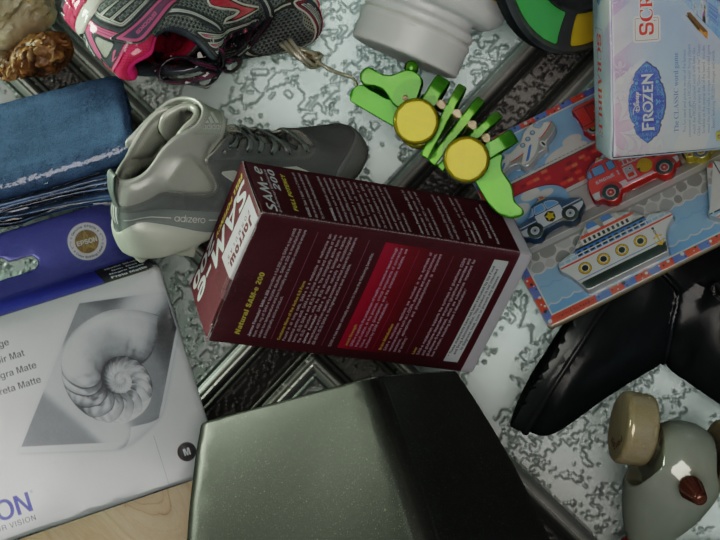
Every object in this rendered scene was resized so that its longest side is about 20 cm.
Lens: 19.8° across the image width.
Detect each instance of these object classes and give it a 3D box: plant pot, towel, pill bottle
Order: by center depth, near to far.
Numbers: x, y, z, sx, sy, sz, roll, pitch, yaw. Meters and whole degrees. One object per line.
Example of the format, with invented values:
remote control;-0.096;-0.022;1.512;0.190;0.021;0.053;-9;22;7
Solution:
plant pot;0.001;0.166;1.344;0.199;0.200;0.178;-16;81;26
pill bottle;0.066;-0.237;1.389;0.109;0.109;0.201;22;91;-1
towel;-0.248;-0.070;1.401;0.199;0.112;0.049;-15;129;0

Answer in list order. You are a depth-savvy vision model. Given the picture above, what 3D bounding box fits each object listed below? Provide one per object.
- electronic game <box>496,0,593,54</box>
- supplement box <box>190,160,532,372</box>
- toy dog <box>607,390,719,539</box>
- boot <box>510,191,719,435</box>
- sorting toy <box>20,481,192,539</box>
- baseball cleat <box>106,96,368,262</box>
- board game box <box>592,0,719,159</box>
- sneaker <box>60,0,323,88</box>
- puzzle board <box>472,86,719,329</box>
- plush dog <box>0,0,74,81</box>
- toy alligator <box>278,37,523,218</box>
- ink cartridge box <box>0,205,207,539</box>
electronic game;0.152;-0.242;1.364;0.042;0.200;0.201;23;92;39
supplement box;0.000;0.000;1.364;0.199;0.061;0.109;8;125;-26
toy dog;0.203;0.181;1.379;0.131;0.096;0.201;-6;117;2
boot;0.220;0.067;1.416;0.168;0.076;0.201;35;85;2
sorting toy;-0.210;0.177;1.423;0.199;0.070;0.200;-42;92;1
baseball cleat;-0.077;-0.076;1.371;0.200;0.070;0.107;-28;131;-30
board game box;0.250;-0.181;1.342;0.198;0.041;0.201;-5;104;-9
sneaker;-0.104;-0.156;1.365;0.075;0.199;0.081;54;131;26
puzzle board;0.185;-0.066;1.404;0.199;0.017;0.151;-27;60;1
plush dog;-0.246;-0.222;1.391;0.200;0.160;0.172;34;110;17
toy alligator;0.040;-0.112;1.372;0.200;0.059;0.054;38;93;3
ink cartridge box;-0.213;0.068;1.354;0.199;0.041;0.201;-18;86;-15
